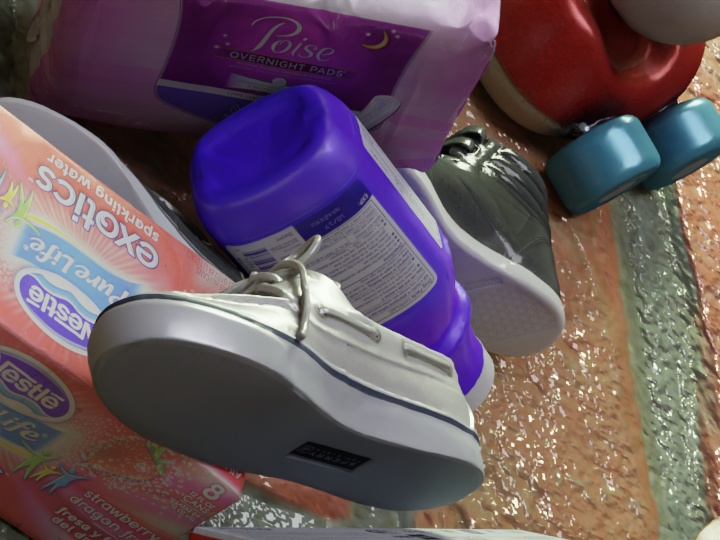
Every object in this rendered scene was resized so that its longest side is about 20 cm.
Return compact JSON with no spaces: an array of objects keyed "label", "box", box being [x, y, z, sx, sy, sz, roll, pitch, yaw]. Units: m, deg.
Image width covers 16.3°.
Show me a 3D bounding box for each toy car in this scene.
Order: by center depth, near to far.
[{"label":"toy car","box":[0.173,-0.164,1.427,0.177,0.200,0.185,-17,76,-54]}]

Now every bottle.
[{"label":"bottle","box":[0.000,0.000,1.165,0.200,0.083,0.065,50,20,-43]}]

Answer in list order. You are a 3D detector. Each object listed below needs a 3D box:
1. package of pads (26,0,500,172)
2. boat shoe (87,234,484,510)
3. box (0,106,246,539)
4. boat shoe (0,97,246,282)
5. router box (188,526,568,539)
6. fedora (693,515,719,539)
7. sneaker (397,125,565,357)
[{"label":"package of pads","box":[-0.045,-0.114,1.136,0.199,0.121,0.076,9,57,-13]},{"label":"boat shoe","box":[-0.027,0.027,0.979,0.202,0.074,0.086,22,50,-41]},{"label":"box","box":[-0.139,0.021,0.998,0.200,0.095,0.103,38,40,-23]},{"label":"boat shoe","box":[-0.099,-0.001,1.101,0.200,0.069,0.057,43,5,-15]},{"label":"router box","box":[0.008,0.194,0.997,0.200,0.049,0.180,8,90,-47]},{"label":"fedora","box":[0.200,0.219,1.252,0.200,0.082,0.201,36,38,-34]},{"label":"sneaker","box":[0.025,-0.044,1.276,0.200,0.071,0.099,37,33,-28]}]
